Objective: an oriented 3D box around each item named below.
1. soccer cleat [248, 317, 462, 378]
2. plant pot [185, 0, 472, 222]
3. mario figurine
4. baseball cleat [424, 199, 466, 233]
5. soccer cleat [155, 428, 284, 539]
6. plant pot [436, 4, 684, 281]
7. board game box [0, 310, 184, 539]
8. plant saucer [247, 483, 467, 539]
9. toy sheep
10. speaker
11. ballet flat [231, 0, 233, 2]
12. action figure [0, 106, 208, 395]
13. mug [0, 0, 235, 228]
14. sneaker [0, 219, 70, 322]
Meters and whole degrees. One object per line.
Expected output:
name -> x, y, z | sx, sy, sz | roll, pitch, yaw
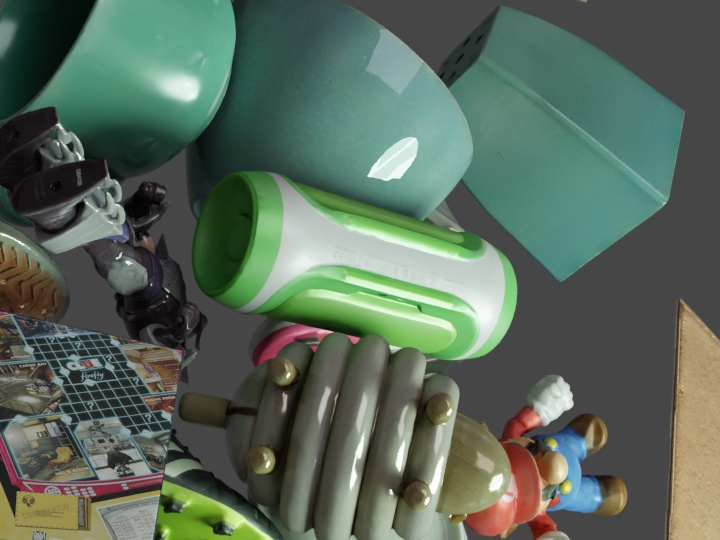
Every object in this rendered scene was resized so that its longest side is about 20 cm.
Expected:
soccer cleat -> -0.011, 0.040, 0.911 | 0.199, 0.070, 0.087 | 8, 45, -46
plant pot -> -0.042, -0.073, 0.864 | 0.200, 0.199, 0.135 | 42, 69, -20
mario figurine -> 0.149, 0.154, 0.964 | 0.123, 0.107, 0.199 | 38, 20, 30
baseball cleat -> 0.034, -0.051, 1.016 | 0.201, 0.069, 0.106 | 62, 6, 21
soccer cleat -> -0.121, 0.113, 0.735 | 0.199, 0.068, 0.081 | 35, 32, -18
plant pot -> 0.163, -0.128, 1.137 | 0.199, 0.141, 0.142 | 38, 43, -13
board game box -> -0.196, 0.084, 0.641 | 0.198, 0.035, 0.137 | 14, 54, -12
plant saucer -> 0.016, 0.166, 0.837 | 0.199, 0.050, 0.202 | 33, 36, -28
toy sheep -> -0.010, 0.097, 0.738 | 0.198, 0.139, 0.139 | 17, 46, 5
speaker -> 0.000, 0.000, 0.777 | 0.198, 0.088, 0.089 | 15, 56, -35
ballet flat -> -0.032, -0.161, 0.952 | 0.199, 0.073, 0.073 | 30, 44, -1
action figure -> -0.133, -0.006, 0.727 | 0.131, 0.069, 0.200 | 62, 3, 35
mug -> -0.159, -0.124, 0.800 | 0.114, 0.185, 0.153 | 26, 25, -36
sneaker -> -0.242, -0.030, 0.695 | 0.200, 0.071, 0.080 | 36, 16, -45
